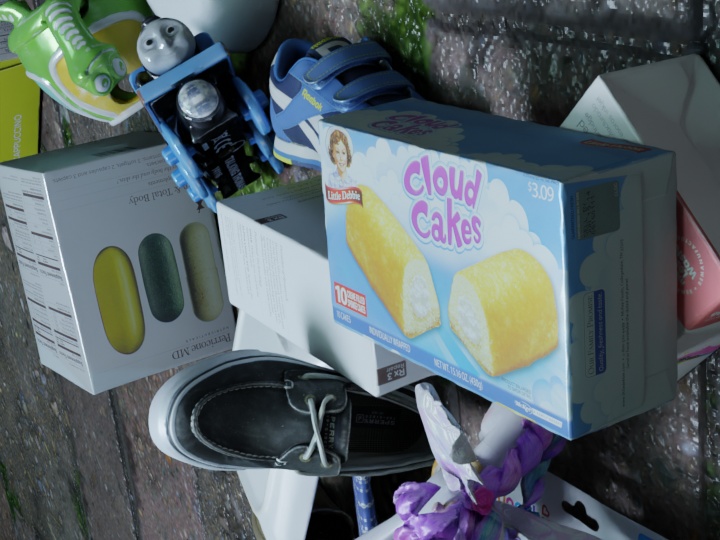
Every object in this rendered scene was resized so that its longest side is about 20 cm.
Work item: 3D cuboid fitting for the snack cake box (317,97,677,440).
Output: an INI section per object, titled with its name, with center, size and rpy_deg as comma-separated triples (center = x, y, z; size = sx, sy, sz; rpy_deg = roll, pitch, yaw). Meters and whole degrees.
[snack cake box]
center = 0.059, -0.011, 0.599
size = 0.200, 0.067, 0.116
rpy_deg = 23, 123, 56

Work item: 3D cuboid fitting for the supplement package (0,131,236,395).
[supplement package]
center = -0.225, -0.015, 1.155
size = 0.150, 0.151, 0.201
rpy_deg = 13, 116, 57

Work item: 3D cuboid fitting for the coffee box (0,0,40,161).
[coffee box]
center = -0.513, -0.232, 1.499
size = 0.198, 0.199, 0.200
rpy_deg = 56, 148, 27

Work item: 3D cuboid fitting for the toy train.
[toy train]
center = -0.119, -0.117, 0.924
size = 0.115, 0.086, 0.200
rpy_deg = 56, 176, 10

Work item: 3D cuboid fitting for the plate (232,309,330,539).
[plate]
center = -0.071, 0.099, 0.979
size = 0.200, 0.032, 0.200
rpy_deg = -126, 43, -58

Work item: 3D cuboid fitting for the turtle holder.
[turtle holder]
center = -0.214, -0.197, 1.050
size = 0.132, 0.141, 0.185
rpy_deg = 58, 155, -14

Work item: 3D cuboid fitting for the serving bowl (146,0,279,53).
[serving bowl]
center = -0.135, -0.261, 0.951
size = 0.200, 0.066, 0.201
rpy_deg = 37, 135, 49

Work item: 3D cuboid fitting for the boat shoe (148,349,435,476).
[boat shoe]
center = -0.026, 0.087, 0.749
size = 0.071, 0.199, 0.072
rpy_deg = 11, 97, 55

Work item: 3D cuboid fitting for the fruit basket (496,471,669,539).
[fruit basket]
center = 0.118, 0.224, 0.740
size = 0.185, 0.093, 0.201
rpy_deg = 24, 122, 55

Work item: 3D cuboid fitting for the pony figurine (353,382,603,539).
[pony figurine]
center = 0.057, 0.135, 0.673
size = 0.166, 0.200, 0.193
rpy_deg = 41, -178, -11

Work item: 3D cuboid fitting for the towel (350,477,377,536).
[towel]
center = 0.006, 0.157, 0.915
size = 0.145, 0.024, 0.201
rpy_deg = -102, 6, -68

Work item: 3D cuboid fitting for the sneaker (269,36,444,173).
[sneaker]
center = -0.005, -0.107, 0.797
size = 0.200, 0.074, 0.083
rpy_deg = 18, 118, 56

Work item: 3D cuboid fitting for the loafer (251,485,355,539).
[loafer]
center = -0.037, 0.217, 1.019
size = 0.200, 0.076, 0.068
rpy_deg = -129, 45, -57

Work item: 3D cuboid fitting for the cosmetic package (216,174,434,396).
[cosmetic package]
center = 0.000, 0.000, 0.806
size = 0.200, 0.112, 0.082
rpy_deg = 23, 125, 53

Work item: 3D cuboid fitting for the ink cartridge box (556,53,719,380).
[ink cartridge box]
center = 0.125, 0.002, 0.627
size = 0.117, 0.067, 0.200
rpy_deg = 62, 150, 20
